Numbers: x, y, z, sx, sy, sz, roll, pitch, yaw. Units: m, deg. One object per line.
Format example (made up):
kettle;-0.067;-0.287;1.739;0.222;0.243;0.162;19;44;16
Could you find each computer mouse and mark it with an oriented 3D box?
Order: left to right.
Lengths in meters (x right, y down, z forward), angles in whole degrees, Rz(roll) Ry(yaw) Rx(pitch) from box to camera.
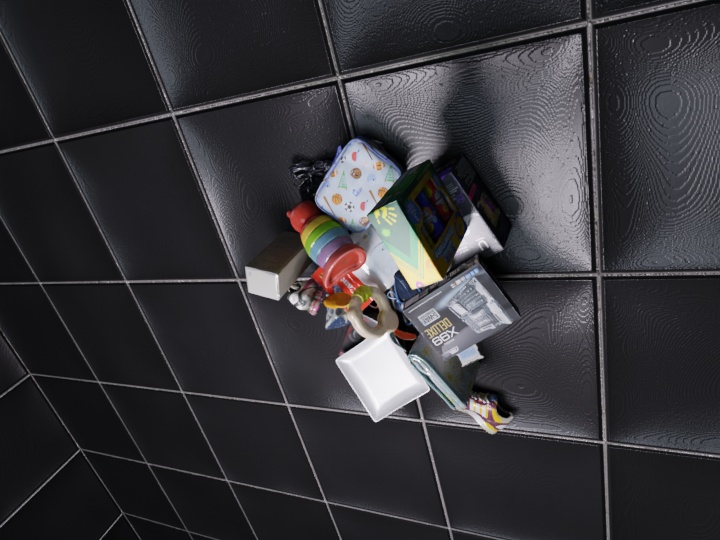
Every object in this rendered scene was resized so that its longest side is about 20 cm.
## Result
computer mouse;-0.094;-0.171;1.254;0.138;0.053;0.201;-2;109;25

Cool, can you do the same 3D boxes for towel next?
towel;0.213;0.227;1.274;0.200;0.171;0.048;49;130;-10

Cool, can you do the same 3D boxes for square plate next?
square plate;0.057;0.270;1.334;0.200;0.028;0.199;-38;81;28

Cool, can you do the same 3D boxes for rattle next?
rattle;0.021;0.130;1.251;0.142;0.131;0.200;-29;131;33

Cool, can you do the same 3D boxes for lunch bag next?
lunch bag;-0.003;-0.198;1.147;0.160;0.076;0.200;37;114;-1

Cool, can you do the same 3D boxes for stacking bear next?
stacking bear;-0.092;-0.081;1.188;0.200;0.121;0.114;49;161;22

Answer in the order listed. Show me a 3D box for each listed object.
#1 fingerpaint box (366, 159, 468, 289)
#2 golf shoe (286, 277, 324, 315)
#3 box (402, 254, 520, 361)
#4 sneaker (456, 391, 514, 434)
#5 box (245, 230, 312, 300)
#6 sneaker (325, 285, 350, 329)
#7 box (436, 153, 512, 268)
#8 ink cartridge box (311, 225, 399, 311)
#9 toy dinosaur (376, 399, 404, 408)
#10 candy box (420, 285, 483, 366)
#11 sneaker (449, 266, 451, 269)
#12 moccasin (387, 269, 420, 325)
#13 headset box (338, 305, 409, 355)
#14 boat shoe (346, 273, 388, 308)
fingerpaint box;0.117;-0.092;0.962;0.073;0.200;0.167;-21;110;36
golf shoe;-0.138;0.048;1.324;0.092;0.200;0.073;23;101;-5
box;0.216;0.084;1.099;0.199;0.050;0.158;-34;104;21
sneaker;0.319;0.351;1.371;0.200;0.075;0.090;37;121;-8
box;-0.202;-0.018;1.303;0.094;0.200;0.078;14;125;18
sneaker;-0.058;0.095;1.393;0.200;0.077;0.086;116;139;-55
box;0.215;-0.124;1.091;0.122;0.106;0.200;-27;106;38
ink cartridge box;0.000;0.000;1.254;0.160;0.047;0.200;44;95;-6
toy dinosaur;0.137;0.308;1.385;0.199;0.136;0.086;-29;105;36
candy box;0.217;0.108;1.213;0.061;0.137;0.201;-29;105;18
sneaker;0.127;-0.062;1.147;0.200;0.075;0.100;37;168;52
moccasin;0.117;0.077;1.239;0.081;0.068;0.200;49;172;45
headset box;0.036;0.192;1.399;0.148;0.077;0.201;27;127;8
boat shoe;-0.009;0.010;1.311;0.200;0.070;0.070;44;133;-3
